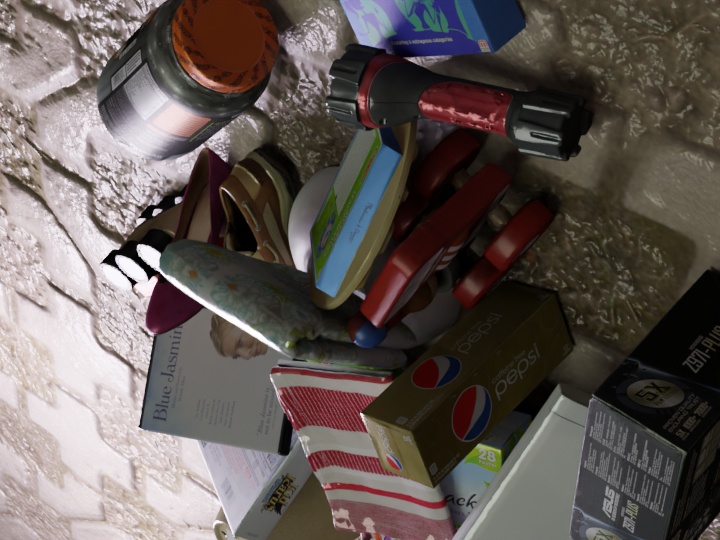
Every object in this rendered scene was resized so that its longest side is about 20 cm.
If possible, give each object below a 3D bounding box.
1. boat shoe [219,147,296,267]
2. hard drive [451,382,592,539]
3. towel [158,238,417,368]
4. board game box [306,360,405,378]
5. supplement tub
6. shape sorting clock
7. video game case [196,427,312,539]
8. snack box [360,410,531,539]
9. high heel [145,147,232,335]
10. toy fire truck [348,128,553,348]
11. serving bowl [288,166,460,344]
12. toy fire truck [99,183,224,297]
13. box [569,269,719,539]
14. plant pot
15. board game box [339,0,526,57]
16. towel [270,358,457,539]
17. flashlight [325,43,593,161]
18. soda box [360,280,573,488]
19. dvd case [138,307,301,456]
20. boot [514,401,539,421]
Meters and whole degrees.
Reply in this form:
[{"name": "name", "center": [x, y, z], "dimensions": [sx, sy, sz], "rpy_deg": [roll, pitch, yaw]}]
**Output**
[{"name": "boat shoe", "center": [-0.107, -0.033, 1.620], "dimensions": [0.076, 0.074, 0.200], "rpy_deg": [34, 147, 38]}, {"name": "hard drive", "center": [0.181, 0.205, 1.411], "dimensions": [0.132, 0.027, 0.200], "rpy_deg": [24, 115, -15]}, {"name": "towel", "center": [-0.062, 0.031, 1.429], "dimensions": [0.171, 0.200, 0.048], "rpy_deg": [27, 99, 33]}, {"name": "board game box", "center": [0.036, 0.139, 1.615], "dimensions": [0.200, 0.048, 0.102], "rpy_deg": [46, -170, 4]}, {"name": "supplement tub", "center": [-0.159, -0.184, 1.471], "dimensions": [0.123, 0.123, 0.200], "rpy_deg": [52, 150, -7]}, {"name": "shape sorting clock", "center": [0.003, -0.061, 1.353], "dimensions": [0.039, 0.200, 0.200], "rpy_deg": [22, 153, -13]}, {"name": "video game case", "center": [-0.098, 0.153, 1.676], "dimensions": [0.045, 0.181, 0.200], "rpy_deg": [20, -157, -32]}, {"name": "snack box", "center": [0.079, 0.214, 1.508], "dimensions": [0.168, 0.068, 0.200], "rpy_deg": [12, 123, 31]}, {"name": "high heel", "center": [-0.180, -0.030, 1.606], "dimensions": [0.067, 0.200, 0.096], "rpy_deg": [-3, 132, 28]}, {"name": "toy fire truck", "center": [0.056, -0.011, 1.342], "dimensions": [0.112, 0.168, 0.200], "rpy_deg": [45, 150, 7]}, {"name": "serving bowl", "center": [0.000, 0.000, 1.534], "dimensions": [0.200, 0.066, 0.200], "rpy_deg": [33, 148, 24]}, {"name": "toy fire truck", "center": [-0.177, 0.027, 1.762], "dimensions": [0.200, 0.129, 0.176], "rpy_deg": [43, 152, -15]}, {"name": "box", "center": [0.252, 0.128, 1.252], "dimensions": [0.086, 0.164, 0.200], "rpy_deg": [32, 147, 26]}, {"name": "plant pot", "center": [-0.063, 0.246, 1.765], "dimensions": [0.187, 0.200, 0.187], "rpy_deg": [34, 150, 23]}, {"name": "board game box", "center": [0.025, -0.260, 1.216], "dimensions": [0.152, 0.045, 0.200], "rpy_deg": [5, 129, 51]}, {"name": "towel", "center": [0.004, 0.171, 1.457], "dimensions": [0.144, 0.023, 0.200], "rpy_deg": [3, 126, 39]}, {"name": "flashlight", "center": [0.073, -0.127, 1.234], "dimensions": [0.200, 0.068, 0.068], "rpy_deg": [16, 164, 26]}, {"name": "soda box", "center": [0.095, 0.095, 1.382], "dimensions": [0.064, 0.200, 0.068], "rpy_deg": [14, 136, 45]}, {"name": "dvd case", "center": [-0.143, 0.107, 1.637], "dimensions": [0.200, 0.143, 0.018], "rpy_deg": [5, 174, 37]}, {"name": "boot", "center": [0.161, 0.171, 1.525], "dimensions": [0.200, 0.074, 0.076], "rpy_deg": [10, 142, 45]}]
